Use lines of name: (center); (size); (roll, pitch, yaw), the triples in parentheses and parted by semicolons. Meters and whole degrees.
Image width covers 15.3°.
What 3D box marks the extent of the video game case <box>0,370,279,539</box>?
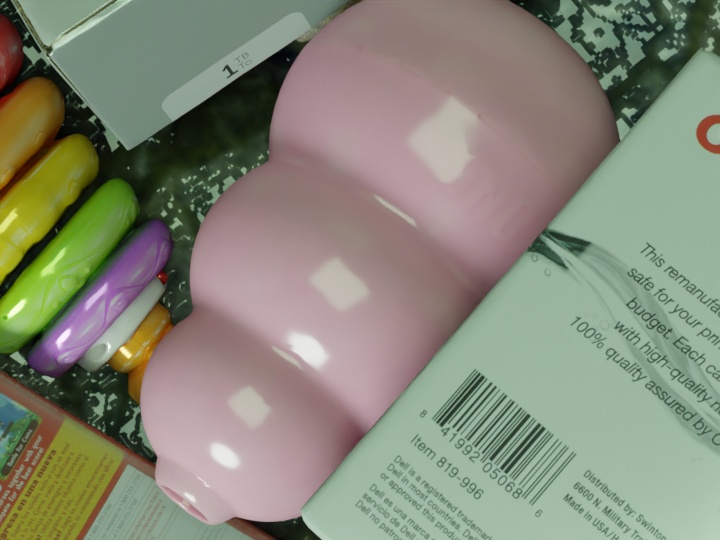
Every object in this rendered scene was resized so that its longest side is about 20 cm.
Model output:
video game case: (-0.132, 0.113, 0.924); (0.200, 0.017, 0.143); (33, 82, -20)

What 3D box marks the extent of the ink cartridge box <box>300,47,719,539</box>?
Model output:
ink cartridge box: (0.104, 0.053, 0.849); (0.147, 0.083, 0.200); (41, 88, 17)

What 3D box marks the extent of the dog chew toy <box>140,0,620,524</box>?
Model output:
dog chew toy: (0.000, 0.000, 0.911); (0.124, 0.125, 0.200); (36, 75, 6)

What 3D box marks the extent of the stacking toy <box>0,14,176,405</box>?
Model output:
stacking toy: (-0.110, -0.003, 0.949); (0.200, 0.116, 0.110); (42, 91, -5)

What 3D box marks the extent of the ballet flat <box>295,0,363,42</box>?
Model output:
ballet flat: (0.061, -0.141, 0.964); (0.067, 0.068, 0.200); (43, 90, -1)

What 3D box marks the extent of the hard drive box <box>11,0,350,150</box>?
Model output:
hard drive box: (-0.075, -0.169, 0.933); (0.156, 0.077, 0.200); (-33, 61, 1)
